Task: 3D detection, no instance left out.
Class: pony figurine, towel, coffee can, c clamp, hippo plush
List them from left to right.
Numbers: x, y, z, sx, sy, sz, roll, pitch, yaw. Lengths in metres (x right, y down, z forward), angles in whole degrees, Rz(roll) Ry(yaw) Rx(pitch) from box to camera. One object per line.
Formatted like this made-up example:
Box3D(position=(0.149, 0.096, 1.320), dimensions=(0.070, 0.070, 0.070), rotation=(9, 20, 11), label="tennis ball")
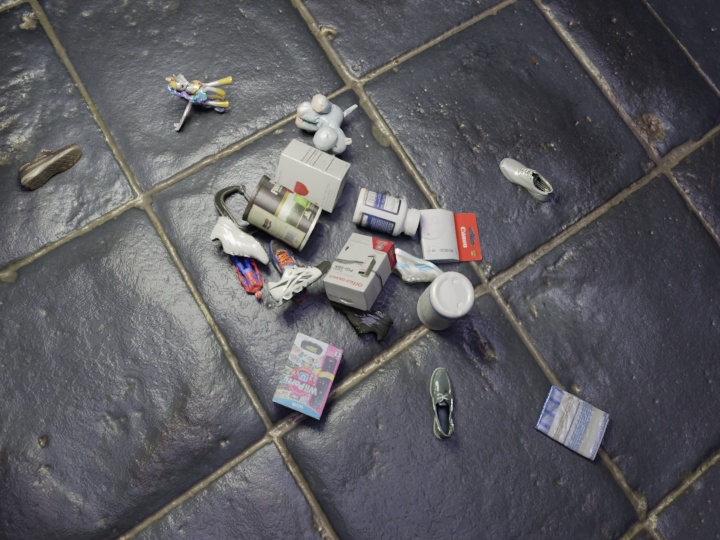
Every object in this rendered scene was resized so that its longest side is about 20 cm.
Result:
Box3D(position=(-0.512, -0.543, 1.752), dimensions=(0.195, 0.192, 0.171), rotation=(-4, 77, -28), label="pony figurine")
Box3D(position=(-0.346, -0.188, 1.733), dimensions=(0.200, 0.027, 0.170), rotation=(47, 62, 5), label="c clamp")
Box3D(position=(-0.231, -0.168, 1.668), dimensions=(0.197, 0.146, 0.149), rotation=(28, 72, -9), label="coffee can")
Box3D(position=(-0.110, -0.434, 1.780), dimensions=(0.197, 0.157, 0.165), rotation=(1, 71, -49), label="hippo plush")
Box3D(position=(0.629, 0.450, 1.678), dimensions=(0.197, 0.024, 0.149), rotation=(28, 75, 3), label="towel")

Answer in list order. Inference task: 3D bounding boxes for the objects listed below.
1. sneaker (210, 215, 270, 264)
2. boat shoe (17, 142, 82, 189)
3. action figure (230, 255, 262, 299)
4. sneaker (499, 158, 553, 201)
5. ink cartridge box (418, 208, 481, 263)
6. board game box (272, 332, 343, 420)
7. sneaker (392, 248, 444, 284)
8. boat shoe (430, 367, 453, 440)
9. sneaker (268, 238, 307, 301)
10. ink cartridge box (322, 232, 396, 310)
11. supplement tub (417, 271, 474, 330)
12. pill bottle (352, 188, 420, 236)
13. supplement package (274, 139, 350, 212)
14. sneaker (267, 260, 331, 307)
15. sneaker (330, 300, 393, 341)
Box3D(position=(-0.349, -0.072, 1.651), dimensions=(0.198, 0.075, 0.088), rotation=(35, 83, 4), label="sneaker")
Box3D(position=(-0.932, -0.327, 1.684), dimensions=(0.199, 0.075, 0.074), rotation=(-39, 82, -16), label="boat shoe")
Box3D(position=(-0.341, -0.005, 1.679), dimensions=(0.064, 0.052, 0.203), rotation=(-25, 81, -18), label="action figure")
Box3D(position=(0.551, -0.310, 1.857), dimensions=(0.198, 0.071, 0.074), rotation=(36, 73, 4), label="sneaker")
Box3D(position=(0.283, -0.111, 1.782), dimensions=(0.194, 0.057, 0.167), rotation=(-4, 74, -3), label="ink cartridge box")
Box3D(position=(-0.147, 0.301, 1.606), dimensions=(0.144, 0.064, 0.204), rotation=(20, 74, 0), label="board game box")
Box3D(position=(0.171, 0.006, 1.727), dimensions=(0.196, 0.077, 0.082), rotation=(22, 80, 7), label="sneaker")
Box3D(position=(0.242, 0.382, 1.629), dimensions=(0.071, 0.062, 0.206), rotation=(3, 74, -6), label="boat shoe")
Box3D(position=(-0.212, -0.011, 1.678), dimensions=(0.074, 0.079, 0.203), rotation=(-28, 79, -14), label="sneaker")
Box3D(position=(0.000, 0.000, 1.645), dimensions=(0.144, 0.084, 0.202), rotation=(14, 53, 25), label="ink cartridge box")
Box3D(position=(0.244, 0.092, 1.640), dimensions=(0.128, 0.200, 0.136), rotation=(2, 74, -5), label="supplement tub")
Box3D(position=(0.081, -0.172, 1.741), dimensions=(0.195, 0.111, 0.114), rotation=(17, 73, -2), label="pill bottle")
Box3D(position=(-0.147, -0.288, 1.720), dimensions=(0.196, 0.123, 0.121), rotation=(23, 36, 1), label="supplement package")
Box3D(position=(-0.174, 0.012, 1.600), dimensions=(0.198, 0.074, 0.090), rotation=(-34, 89, -20), label="sneaker")
Box3D(position=(-0.004, 0.143, 1.666), dimensions=(0.196, 0.076, 0.093), rotation=(25, 83, 5), label="sneaker")
